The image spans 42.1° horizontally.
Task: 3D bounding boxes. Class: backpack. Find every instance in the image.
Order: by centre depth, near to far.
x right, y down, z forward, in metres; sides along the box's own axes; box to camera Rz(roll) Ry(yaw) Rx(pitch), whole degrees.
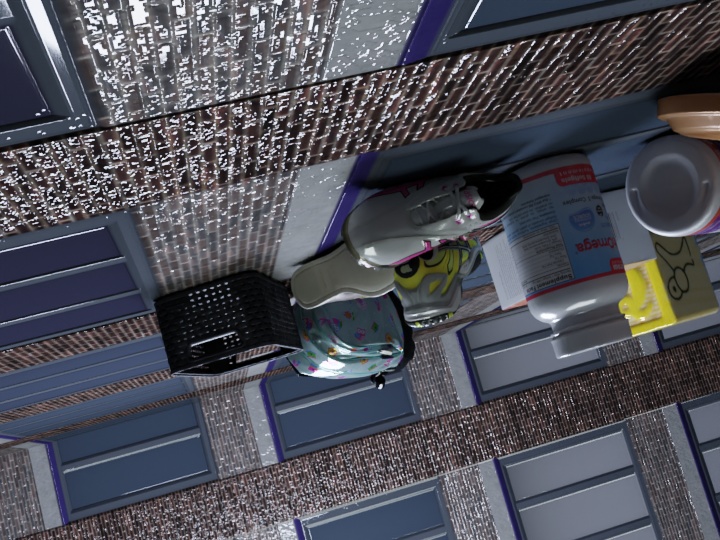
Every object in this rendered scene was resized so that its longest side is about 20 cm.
[{"bbox_3d":[-0.023,0.081,1.361,0.199,0.167,0.127,-2,144,-46],"label":"backpack"}]

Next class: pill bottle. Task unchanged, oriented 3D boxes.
[{"bbox_3d":[0.219,-0.014,0.995,0.108,0.201,0.109,-16,171,-2],"label":"pill bottle"},{"bbox_3d":[0.402,-0.099,1.082,0.199,0.112,0.111,-7,167,-46],"label":"pill bottle"}]

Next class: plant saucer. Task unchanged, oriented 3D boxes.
[{"bbox_3d":[0.366,-0.132,0.830,0.199,0.033,0.200,3,-174,0],"label":"plant saucer"}]

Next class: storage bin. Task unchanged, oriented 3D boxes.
[{"bbox_3d":[-0.164,0.073,1.199,0.134,0.094,0.200,-17,170,6],"label":"storage bin"}]

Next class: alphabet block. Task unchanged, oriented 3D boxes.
[{"bbox_3d":[0.583,0.032,1.925,0.199,0.196,0.196,-6,164,-45],"label":"alphabet block"}]

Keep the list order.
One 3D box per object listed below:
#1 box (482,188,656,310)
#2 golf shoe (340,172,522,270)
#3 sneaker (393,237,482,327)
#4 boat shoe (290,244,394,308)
[{"bbox_3d":[0.291,-0.028,1.333,0.151,0.107,0.200,-13,170,-19],"label":"box"},{"bbox_3d":[0.069,-0.060,0.893,0.199,0.073,0.092,-20,171,-38],"label":"golf shoe"},{"bbox_3d":[0.082,-0.023,0.997,0.075,0.077,0.200,-14,-154,19],"label":"sneaker"},{"bbox_3d":[0.000,0.000,1.122,0.059,0.072,0.199,-15,177,-46],"label":"boat shoe"}]
